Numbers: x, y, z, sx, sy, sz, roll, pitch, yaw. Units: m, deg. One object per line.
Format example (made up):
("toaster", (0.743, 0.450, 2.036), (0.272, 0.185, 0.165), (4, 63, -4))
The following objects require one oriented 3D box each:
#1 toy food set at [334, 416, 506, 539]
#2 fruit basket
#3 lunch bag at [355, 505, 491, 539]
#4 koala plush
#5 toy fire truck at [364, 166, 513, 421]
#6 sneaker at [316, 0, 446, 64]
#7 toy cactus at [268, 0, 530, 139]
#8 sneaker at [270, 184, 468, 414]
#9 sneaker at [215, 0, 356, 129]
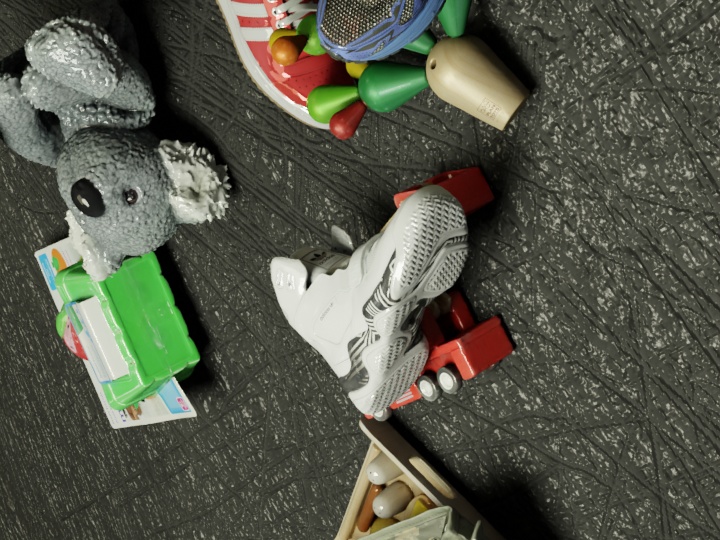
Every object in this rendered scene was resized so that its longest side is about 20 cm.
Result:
("toy food set", (0.027, 0.226, 1.326), (0.143, 0.060, 0.201), (42, 138, 24))
("fruit basket", (-0.229, 0.056, 1.495), (0.200, 0.093, 0.186), (-15, 99, 55))
("lunch bag", (0.055, 0.270, 1.221), (0.164, 0.118, 0.200), (41, 125, -19))
("koala plush", (-0.207, -0.099, 1.337), (0.177, 0.184, 0.200), (-31, 101, 21))
("toy fire truck", (0.039, 0.020, 1.201), (0.200, 0.049, 0.142), (-28, 89, 53))
("sneaker", (0.029, -0.214, 0.977), (0.075, 0.078, 0.201), (33, 98, 24))
("toy cactus", (0.034, -0.152, 1.075), (0.165, 0.102, 0.200), (37, 117, 6))
("sneaker", (0.000, 0.000, 1.133), (0.115, 0.075, 0.201), (42, 141, 24))
("sneaker", (-0.048, -0.202, 1.154), (0.201, 0.071, 0.112), (59, 145, 9))
